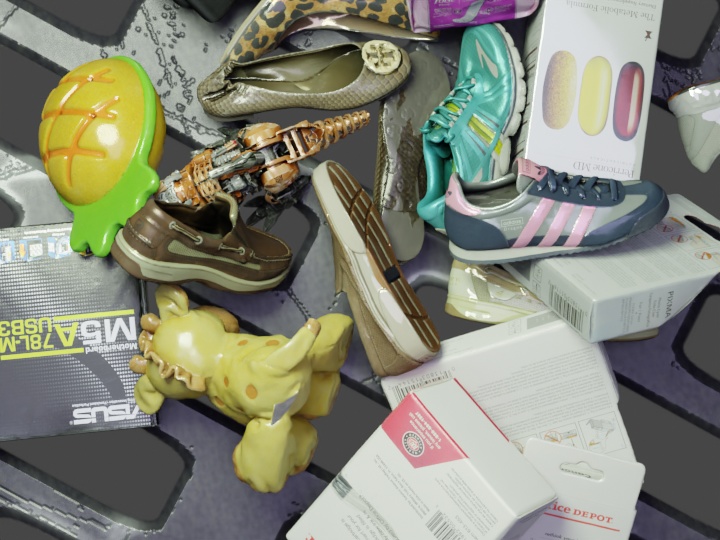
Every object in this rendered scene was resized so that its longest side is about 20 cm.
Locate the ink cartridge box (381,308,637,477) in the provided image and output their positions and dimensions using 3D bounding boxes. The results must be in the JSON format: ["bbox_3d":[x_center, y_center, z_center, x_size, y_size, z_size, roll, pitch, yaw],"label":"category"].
[{"bbox_3d":[0.140,0.136,1.633,0.198,0.045,0.177,-17,113,12],"label":"ink cartridge box"}]

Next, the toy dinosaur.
[{"bbox_3d":[-0.088,-0.091,1.615,0.198,0.136,0.103,-3,85,-3],"label":"toy dinosaur"}]

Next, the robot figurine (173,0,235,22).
[{"bbox_3d":[-0.109,-0.329,1.638,0.150,0.125,0.201,35,85,-3],"label":"robot figurine"}]

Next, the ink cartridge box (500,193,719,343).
[{"bbox_3d":[0.247,-0.007,1.612,0.198,0.160,0.048,-10,120,-24],"label":"ink cartridge box"}]

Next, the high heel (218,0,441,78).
[{"bbox_3d":[-0.026,-0.215,1.663,0.143,0.071,0.200,45,85,-5],"label":"high heel"}]

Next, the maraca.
[{"bbox_3d":[-0.229,-0.105,1.602,0.137,0.106,0.201,-38,49,30],"label":"maraca"}]

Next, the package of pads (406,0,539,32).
[{"bbox_3d":[0.091,-0.319,1.638,0.119,0.076,0.202,-8,60,0],"label":"package of pads"}]

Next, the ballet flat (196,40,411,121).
[{"bbox_3d":[-0.052,-0.178,1.627,0.198,0.047,0.068,-9,52,0],"label":"ballet flat"}]

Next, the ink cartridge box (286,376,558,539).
[{"bbox_3d":[0.051,0.217,1.568,0.145,0.084,0.200,48,118,18],"label":"ink cartridge box"}]

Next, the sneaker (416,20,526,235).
[{"bbox_3d":[0.097,-0.131,1.621,0.079,0.077,0.202,12,83,-33],"label":"sneaker"}]

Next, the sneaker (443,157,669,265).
[{"bbox_3d":[0.170,-0.062,1.560,0.198,0.070,0.083,-12,121,2],"label":"sneaker"}]

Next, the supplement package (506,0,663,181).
[{"bbox_3d":[0.207,-0.175,1.651,0.113,0.110,0.202,8,86,-3],"label":"supplement package"}]

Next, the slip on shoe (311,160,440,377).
[{"bbox_3d":[0.000,0.000,1.599,0.060,0.076,0.201,-30,87,23],"label":"slip on shoe"}]

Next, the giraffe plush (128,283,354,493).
[{"bbox_3d":[-0.117,0.091,1.586,0.161,0.200,0.174,21,87,14],"label":"giraffe plush"}]

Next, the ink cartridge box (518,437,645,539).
[{"bbox_3d":[0.176,0.241,1.609,0.115,0.068,0.202,14,108,-3],"label":"ink cartridge box"}]

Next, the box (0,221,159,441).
[{"bbox_3d":[-0.290,0.056,1.638,0.198,0.048,0.195,-4,85,-4],"label":"box"}]

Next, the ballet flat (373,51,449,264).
[{"bbox_3d":[0.042,-0.104,1.667,0.067,0.046,0.202,8,82,-14],"label":"ballet flat"}]

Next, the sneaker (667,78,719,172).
[{"bbox_3d":[0.393,-0.146,1.686,0.198,0.076,0.093,-13,94,3],"label":"sneaker"}]

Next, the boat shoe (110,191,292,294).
[{"bbox_3d":[-0.122,-0.028,1.561,0.075,0.202,0.075,43,114,29],"label":"boat shoe"}]

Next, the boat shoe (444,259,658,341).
[{"bbox_3d":[0.180,0.027,1.656,0.199,0.073,0.064,9,90,5],"label":"boat shoe"}]
